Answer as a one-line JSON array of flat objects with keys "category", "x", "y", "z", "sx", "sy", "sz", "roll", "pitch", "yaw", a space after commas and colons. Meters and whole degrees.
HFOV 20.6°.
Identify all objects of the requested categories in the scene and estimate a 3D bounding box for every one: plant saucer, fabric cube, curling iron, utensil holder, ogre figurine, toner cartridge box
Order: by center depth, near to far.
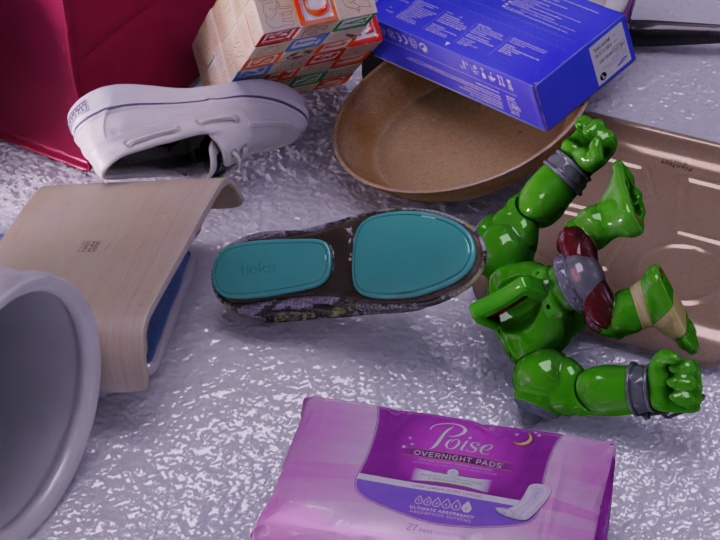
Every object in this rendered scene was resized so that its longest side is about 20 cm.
[{"category": "utensil holder", "x": -0.283, "y": 0.061, "z": 1.184, "sx": 0.198, "sy": 0.171, "sz": 0.170, "roll": 16, "pitch": 42, "yaw": 23}, {"category": "ogre figurine", "x": 0.135, "y": 0.011, "z": 1.256, "sx": 0.119, "sy": 0.202, "sz": 0.098, "roll": -24, "pitch": -5, "yaw": 17}, {"category": "plant saucer", "x": 0.078, "y": -0.110, "z": 1.450, "sx": 0.198, "sy": 0.036, "sz": 0.201, "roll": -14, "pitch": 39, "yaw": 11}, {"category": "toner cartridge box", "x": 0.098, "y": -0.172, "z": 1.451, "sx": 0.095, "sy": 0.043, "sz": 0.199, "roll": -37, "pitch": 40, "yaw": -20}, {"category": "fabric cube", "x": -0.231, "y": -0.232, "z": 1.514, "sx": 0.195, "sy": 0.201, "sz": 0.199, "roll": 22, "pitch": 45, "yaw": 26}, {"category": "curling iron", "x": 0.205, "y": -0.191, "z": 1.571, "sx": 0.198, "sy": 0.050, "sz": 0.026, "roll": 6, "pitch": 81, "yaw": 4}]

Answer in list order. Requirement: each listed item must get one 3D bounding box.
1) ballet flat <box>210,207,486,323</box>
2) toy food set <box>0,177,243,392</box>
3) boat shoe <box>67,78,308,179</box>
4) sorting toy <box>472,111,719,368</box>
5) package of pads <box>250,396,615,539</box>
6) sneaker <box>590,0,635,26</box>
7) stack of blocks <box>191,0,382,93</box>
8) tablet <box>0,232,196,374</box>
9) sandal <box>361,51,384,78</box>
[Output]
[{"category": "ballet flat", "x": 0.000, "y": 0.000, "z": 1.302, "sx": 0.198, "sy": 0.072, "sz": 0.072, "roll": -4, "pitch": 35, "yaw": 26}, {"category": "toy food set", "x": -0.173, "y": 0.008, "z": 1.319, "sx": 0.142, "sy": 0.061, "sz": 0.201, "roll": -1, "pitch": 36, "yaw": 20}, {"category": "boat shoe", "x": -0.116, "y": -0.091, "z": 1.426, "sx": 0.198, "sy": 0.074, "sz": 0.066, "roll": -7, "pitch": 61, "yaw": -36}, {"category": "sorting toy", "x": 0.195, "y": -0.021, "z": 1.370, "sx": 0.184, "sy": 0.037, "sz": 0.201, "roll": 15, "pitch": 47, "yaw": 21}, {"category": "package of pads", "x": 0.044, "y": 0.143, "z": 1.139, "sx": 0.198, "sy": 0.076, "sz": 0.121, "roll": 8, "pitch": 41, "yaw": 12}, {"category": "sneaker", "x": 0.166, "y": -0.214, "z": 1.528, "sx": 0.099, "sy": 0.075, "sz": 0.202, "roll": 17, "pitch": 74, "yaw": 13}, {"category": "stack of blocks", "x": -0.046, "y": -0.180, "z": 1.449, "sx": 0.114, "sy": 0.200, "sz": 0.059, "roll": -14, "pitch": 83, "yaw": -17}, {"category": "tablet", "x": -0.221, "y": 0.020, "z": 1.352, "sx": 0.198, "sy": 0.014, "sz": 0.131, "roll": 5, "pitch": 39, "yaw": 8}, {"category": "sandal", "x": 0.047, "y": -0.215, "z": 1.600, "sx": 0.074, "sy": 0.045, "sz": 0.201, "roll": 6, "pitch": 40, "yaw": 10}]
